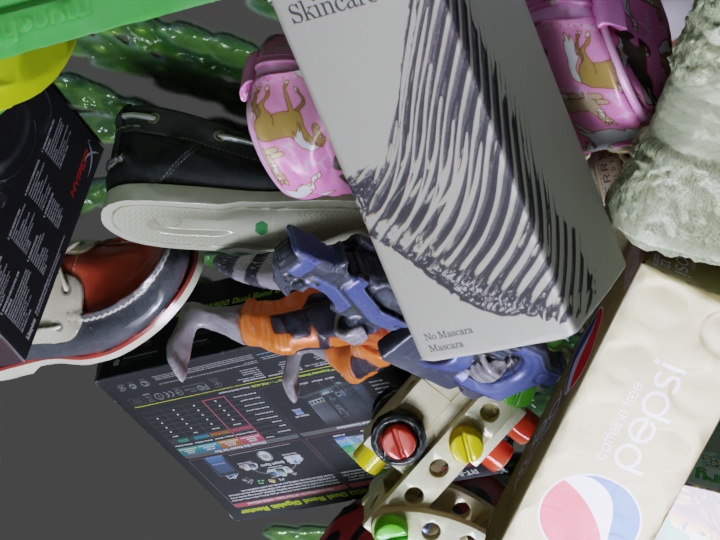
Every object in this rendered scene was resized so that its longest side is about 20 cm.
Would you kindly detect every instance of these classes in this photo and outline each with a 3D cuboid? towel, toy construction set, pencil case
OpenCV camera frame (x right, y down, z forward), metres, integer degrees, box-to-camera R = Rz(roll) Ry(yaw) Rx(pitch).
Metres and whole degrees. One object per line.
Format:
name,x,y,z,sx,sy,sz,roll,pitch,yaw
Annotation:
towel,0.216,-0.052,0.904,0.199,0.037,0.149,15,116,-11
toy construction set,0.075,0.092,1.135,0.131,0.200,0.092,38,180,-11
pencil case,0.043,-0.084,0.970,0.200,0.083,0.087,-11,100,31

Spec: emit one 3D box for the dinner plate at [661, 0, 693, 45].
dinner plate,0.092,-0.144,0.962,0.200,0.024,0.200,9,141,8

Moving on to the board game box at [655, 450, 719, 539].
board game box,0.158,0.181,1.126,0.126,0.035,0.200,13,123,2

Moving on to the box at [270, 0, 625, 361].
box,0.034,-0.068,0.879,0.082,0.068,0.200,-13,110,34

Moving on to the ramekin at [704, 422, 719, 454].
ramekin,0.217,0.137,1.205,0.200,0.105,0.200,10,142,8

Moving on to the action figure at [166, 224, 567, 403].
action figure,0.000,0.000,1.015,0.193,0.105,0.200,-22,147,26

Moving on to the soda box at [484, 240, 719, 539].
soda box,0.124,0.075,1.015,0.068,0.064,0.200,23,118,-1

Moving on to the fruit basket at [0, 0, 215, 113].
fruit basket,-0.159,-0.119,0.868,0.215,0.156,0.216,-17,133,-20

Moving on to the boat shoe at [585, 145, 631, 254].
boat shoe,0.137,-0.037,1.026,0.065,0.072,0.200,14,151,-42

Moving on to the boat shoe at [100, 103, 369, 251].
boat shoe,-0.031,-0.045,1.093,0.199,0.068,0.072,7,151,-11

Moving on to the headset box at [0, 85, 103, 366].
headset box,-0.228,-0.066,1.065,0.077,0.149,0.200,-12,136,29

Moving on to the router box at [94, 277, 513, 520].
router box,-0.029,0.067,1.235,0.200,0.062,0.150,-13,134,31

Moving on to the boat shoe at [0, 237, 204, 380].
boat shoe,-0.173,0.013,1.215,0.200,0.071,0.063,-16,130,40

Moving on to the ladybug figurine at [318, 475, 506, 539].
ladybug figurine,0.033,0.167,1.260,0.135,0.200,0.072,-5,102,27
